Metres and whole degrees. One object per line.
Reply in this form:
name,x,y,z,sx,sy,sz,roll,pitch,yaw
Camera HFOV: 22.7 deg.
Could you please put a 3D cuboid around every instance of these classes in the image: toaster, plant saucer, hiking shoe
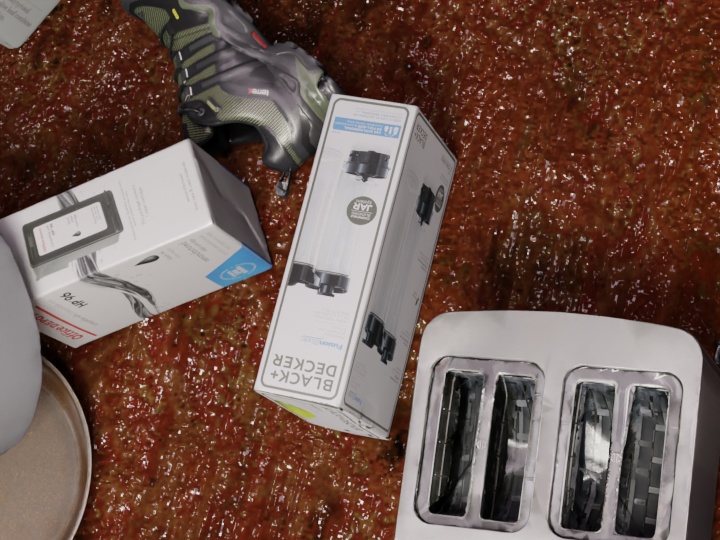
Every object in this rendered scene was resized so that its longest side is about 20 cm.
toaster,0.127,0.115,1.089,0.181,0.119,0.200,5,77,17
plant saucer,-0.274,0.145,1.252,0.200,0.032,0.200,-5,75,17
hiking shoe,-0.106,-0.136,1.253,0.200,0.076,0.101,35,84,21

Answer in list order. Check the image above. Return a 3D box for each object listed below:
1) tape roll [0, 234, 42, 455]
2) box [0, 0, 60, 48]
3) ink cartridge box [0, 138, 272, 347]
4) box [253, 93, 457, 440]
tape roll,-0.301,0.041,1.182,0.200,0.066,0.201,14,114,35
box,-0.299,-0.308,1.294,0.199,0.200,0.171,43,94,23
ink cartridge box,-0.176,-0.007,1.218,0.200,0.116,0.068,-22,70,12
box,0.000,0.000,1.162,0.060,0.117,0.200,10,79,19
